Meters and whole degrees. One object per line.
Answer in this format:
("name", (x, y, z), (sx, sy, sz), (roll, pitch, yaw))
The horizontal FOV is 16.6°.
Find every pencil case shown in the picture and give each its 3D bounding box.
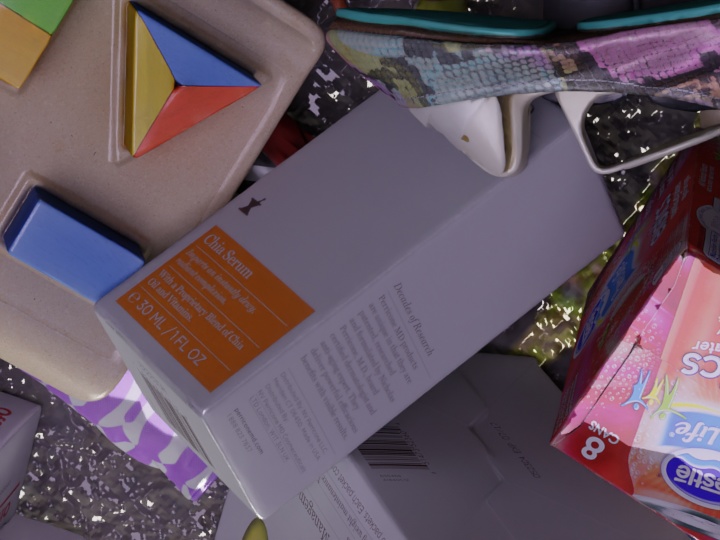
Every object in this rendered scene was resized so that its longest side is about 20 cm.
("pencil case", (-0.130, 0.025, 1.164), (0.200, 0.084, 0.086), (38, 151, 1))

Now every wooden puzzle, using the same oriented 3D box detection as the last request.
("wooden puzzle", (-0.137, -0.060, 1.036), (0.185, 0.046, 0.201), (30, 101, -19))

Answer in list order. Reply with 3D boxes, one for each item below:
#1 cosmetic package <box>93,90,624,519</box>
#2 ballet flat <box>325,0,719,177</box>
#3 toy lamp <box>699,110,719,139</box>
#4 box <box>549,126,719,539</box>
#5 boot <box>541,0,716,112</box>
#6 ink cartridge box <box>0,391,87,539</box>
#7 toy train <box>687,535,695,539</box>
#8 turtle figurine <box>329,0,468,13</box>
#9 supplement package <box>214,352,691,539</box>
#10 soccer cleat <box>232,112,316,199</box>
("cosmetic package", (0.000, 0.000, 1.041), (0.200, 0.101, 0.071), (-38, 131, -13))
("ballet flat", (0.082, -0.073, 0.974), (0.199, 0.069, 0.072), (-1, 100, 16))
("toy lamp", (0.160, -0.036, 1.087), (0.058, 0.058, 0.201), (5, 110, 11))
("box", (0.146, 0.027, 0.974), (0.099, 0.200, 0.096), (33, 108, -1))
("boot", (0.152, -0.161, 0.987), (0.164, 0.066, 0.201), (8, 106, 19))
("ink cartridge box", (-0.231, 0.094, 1.192), (0.199, 0.116, 0.067), (18, 111, 6))
("toy train", (0.158, 0.154, 1.129), (0.114, 0.087, 0.201), (8, 121, -20))
("turtle figurine", (0.049, -0.194, 1.051), (0.160, 0.064, 0.202), (-5, 95, 7))
("supplement package", (0.028, 0.166, 1.092), (0.146, 0.191, 0.201), (5, 114, -26))
("soccer cleat", (-0.074, -0.063, 1.128), (0.200, 0.069, 0.085), (41, 117, -5))
